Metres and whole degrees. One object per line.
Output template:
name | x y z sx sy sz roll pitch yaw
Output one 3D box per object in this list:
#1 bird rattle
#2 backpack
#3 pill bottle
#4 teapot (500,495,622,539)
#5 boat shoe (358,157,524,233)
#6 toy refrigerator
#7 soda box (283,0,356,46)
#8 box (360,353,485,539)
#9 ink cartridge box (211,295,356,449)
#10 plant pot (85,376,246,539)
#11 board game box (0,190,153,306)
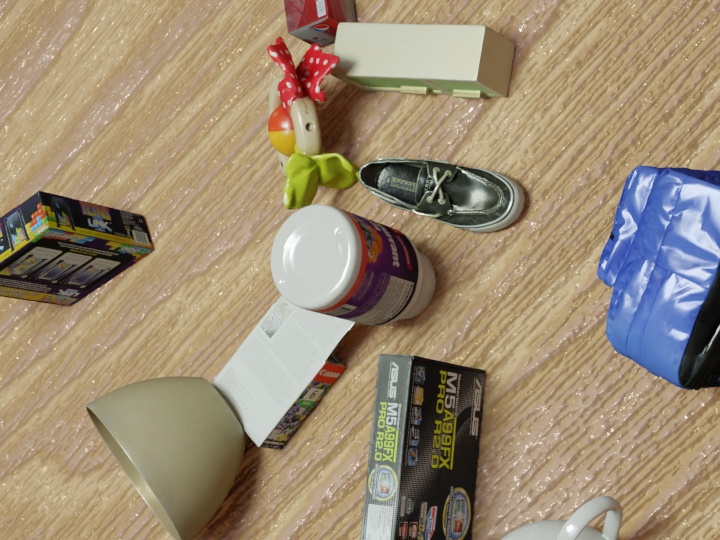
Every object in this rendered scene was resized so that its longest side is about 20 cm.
bird rattle | -0.078 -0.170 1.751 0.163 0.112 0.202 7 118 69
backpack | 0.321 0.004 1.456 0.167 0.161 0.202 26 109 43
pill bottle | 0.000 0.000 1.638 0.110 0.199 0.113 -6 78 31
teapot | 0.183 0.338 1.490 0.196 0.146 0.203 -14 73 30
boat shoe | 0.087 -0.087 1.679 0.198 0.063 0.072 10 87 34
toy refrigerator | 0.069 -0.238 1.711 0.198 0.076 0.071 7 85 33
soda box | -0.057 -0.380 1.823 0.063 0.070 0.203 -16 73 30
box | 0.068 0.196 1.583 0.044 0.160 0.203 2 82 34
ink cartridge box | -0.078 0.100 1.763 0.201 0.050 0.109 -51 59 14
plant pot | -0.214 0.203 1.771 0.134 0.201 0.200 -35 58 -16
board game box | -0.388 -0.024 1.899 0.164 0.199 0.057 -29 68 25
